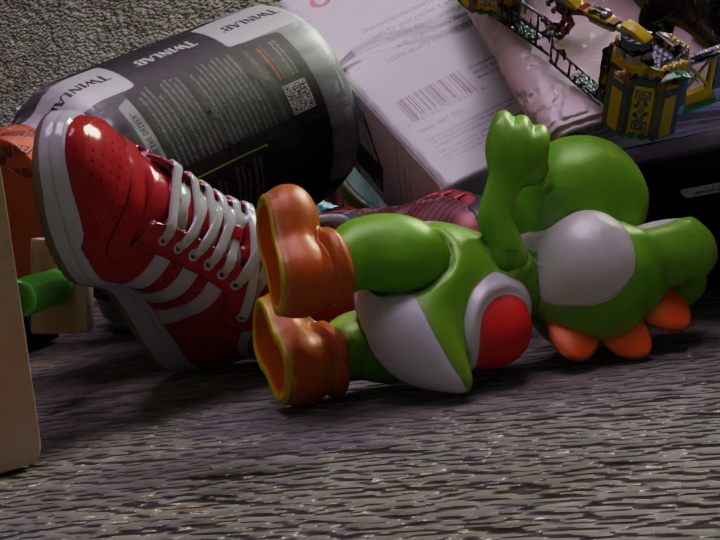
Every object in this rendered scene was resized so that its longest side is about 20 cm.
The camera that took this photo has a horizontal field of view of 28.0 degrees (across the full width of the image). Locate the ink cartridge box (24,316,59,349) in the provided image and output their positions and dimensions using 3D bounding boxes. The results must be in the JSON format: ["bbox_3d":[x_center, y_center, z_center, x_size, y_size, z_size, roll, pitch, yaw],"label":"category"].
[{"bbox_3d":[-0.233,0.006,0.873,0.039,0.100,0.200,-6,8,17],"label":"ink cartridge box"}]

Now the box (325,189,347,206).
[{"bbox_3d":[-0.058,-0.049,1.095,0.198,0.110,0.128,-7,6,13],"label":"box"}]

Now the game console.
[{"bbox_3d":[0.210,-0.063,0.723,0.199,0.117,0.176,-11,-31,33],"label":"game console"}]

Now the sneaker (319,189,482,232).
[{"bbox_3d":[0.000,0.000,0.753,0.097,0.072,0.200,-12,5,-33],"label":"sneaker"}]

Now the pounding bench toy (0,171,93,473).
[{"bbox_3d":[-0.181,0.016,0.594,0.198,0.126,0.156,-11,7,-29],"label":"pounding bench toy"}]

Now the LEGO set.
[{"bbox_3d":[0.140,-0.167,0.716,0.152,0.117,0.200,-13,42,-17],"label":"LEGO set"}]

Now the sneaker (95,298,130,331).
[{"bbox_3d":[-0.103,-0.007,0.924,0.117,0.074,0.200,-18,20,-26],"label":"sneaker"}]

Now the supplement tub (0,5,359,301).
[{"bbox_3d":[-0.106,-0.062,0.795,0.199,0.124,0.122,-30,19,-39],"label":"supplement tub"}]

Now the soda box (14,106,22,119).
[{"bbox_3d":[-0.126,-0.084,0.932,0.063,0.069,0.199,19,25,34],"label":"soda box"}]

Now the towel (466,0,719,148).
[{"bbox_3d":[0.158,-0.135,0.795,0.189,0.032,0.201,-8,40,-11],"label":"towel"}]

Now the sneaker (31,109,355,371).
[{"bbox_3d":[-0.065,-0.012,0.652,0.111,0.072,0.200,-2,-26,14],"label":"sneaker"}]

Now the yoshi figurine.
[{"bbox_3d":[0.051,-0.009,0.626,0.198,0.113,0.112,-7,-1,-14],"label":"yoshi figurine"}]

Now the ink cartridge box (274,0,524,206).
[{"bbox_3d":[0.060,-0.108,0.865,0.144,0.084,0.200,-27,51,-15],"label":"ink cartridge box"}]

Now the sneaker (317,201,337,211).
[{"bbox_3d":[-0.073,-0.014,0.986,0.199,0.082,0.076,18,16,27],"label":"sneaker"}]

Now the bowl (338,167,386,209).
[{"bbox_3d":[0.080,-0.064,0.951,0.198,0.108,0.201,-5,49,5],"label":"bowl"}]
